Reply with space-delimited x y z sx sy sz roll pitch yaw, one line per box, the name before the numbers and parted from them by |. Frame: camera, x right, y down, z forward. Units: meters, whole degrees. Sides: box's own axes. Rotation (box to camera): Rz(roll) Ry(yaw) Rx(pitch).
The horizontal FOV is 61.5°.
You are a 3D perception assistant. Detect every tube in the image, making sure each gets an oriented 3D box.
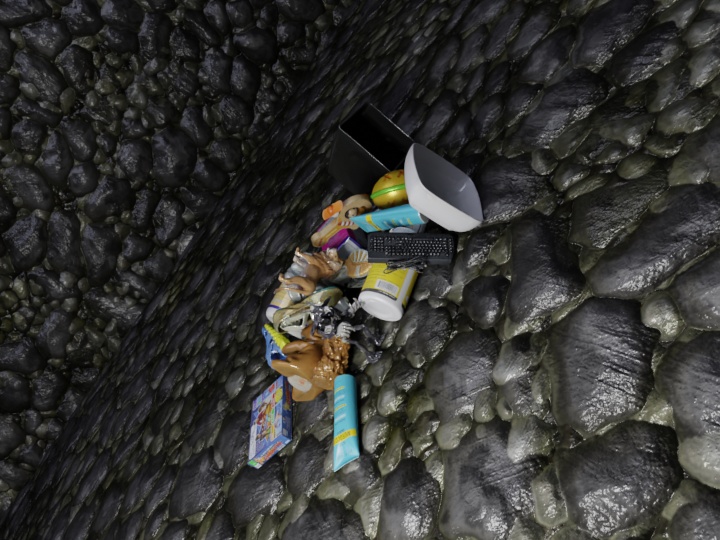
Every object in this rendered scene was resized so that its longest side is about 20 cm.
tube | -0.031 0.322 1.296 0.077 0.050 0.203 -43 34 34
tube | 0.072 -0.126 1.463 0.197 0.077 0.051 -8 57 38

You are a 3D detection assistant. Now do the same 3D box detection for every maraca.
maraca | 0.120 -0.207 1.550 0.196 0.109 0.137 -13 0 10

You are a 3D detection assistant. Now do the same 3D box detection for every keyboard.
keyboard | 0.114 -0.046 1.350 0.040 0.195 0.106 90 180 -63

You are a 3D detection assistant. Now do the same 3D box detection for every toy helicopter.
toy helicopter | -0.058 -0.126 1.559 0.199 0.131 0.080 -37 58 23

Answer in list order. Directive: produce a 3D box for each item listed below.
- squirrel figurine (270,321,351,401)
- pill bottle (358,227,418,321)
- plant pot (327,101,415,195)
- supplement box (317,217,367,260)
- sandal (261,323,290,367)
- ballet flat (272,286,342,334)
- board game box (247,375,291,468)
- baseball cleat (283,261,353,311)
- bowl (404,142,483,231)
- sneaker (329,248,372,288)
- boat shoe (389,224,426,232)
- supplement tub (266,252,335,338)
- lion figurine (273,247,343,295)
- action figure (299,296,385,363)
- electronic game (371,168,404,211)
squirrel figurine | -0.094 0.198 1.472 0.197 0.143 0.188 -10 37 34
pill bottle | 0.078 0.005 1.408 0.110 0.111 0.203 -10 49 52
plant pot | 0.017 -0.337 1.789 0.178 0.199 0.200 -51 1 45
supplement box | -0.045 -0.077 1.707 0.103 0.101 0.201 -45 28 15
sandal | -0.245 0.216 1.718 0.088 0.079 0.200 -57 26 0
ballet flat | -0.127 0.104 1.464 0.197 0.071 0.071 -22 37 19
board game box | -0.229 0.381 1.542 0.135 0.034 0.202 -42 29 22
baseball cleat | -0.117 0.067 1.568 0.107 0.199 0.070 -49 -9 -16
bowl | 0.178 -0.181 1.382 0.075 0.197 0.202 -46 27 33
sneaker | 0.000 0.000 1.555 0.199 0.086 0.077 -15 56 59
boat shoe | 0.105 -0.084 1.515 0.073 0.066 0.203 -7 52 54
supplement tub | -0.156 0.070 1.665 0.144 0.145 0.203 1 59 57
lion figurine | -0.125 0.012 1.500 0.202 0.121 0.073 -63 0 -40
action figure | -0.034 0.119 1.351 0.102 0.198 0.120 -46 15 46
electronic game | 0.080 -0.213 1.728 0.199 0.041 0.201 -42 22 21
